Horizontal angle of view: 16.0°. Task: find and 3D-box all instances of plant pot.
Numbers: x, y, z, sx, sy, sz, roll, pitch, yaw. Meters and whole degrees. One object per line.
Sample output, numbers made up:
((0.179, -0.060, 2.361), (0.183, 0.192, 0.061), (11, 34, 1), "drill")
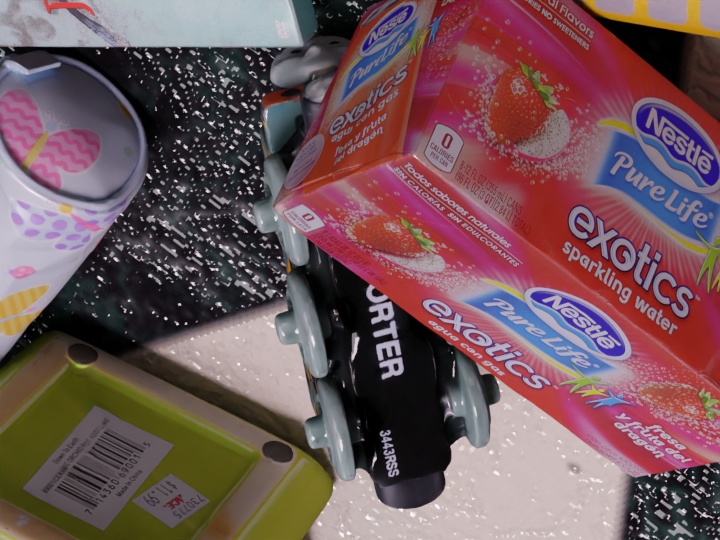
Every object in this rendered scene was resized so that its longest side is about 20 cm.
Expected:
((-0.135, 0.155, 1.217), (0.199, 0.200, 0.182), (26, 128, 12), "plant pot")

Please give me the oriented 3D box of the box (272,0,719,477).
((0.081, -0.017, 0.967), (0.200, 0.100, 0.095), (37, 150, -23), "box")

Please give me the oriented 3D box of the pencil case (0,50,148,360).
((-0.174, -0.017, 1.181), (0.200, 0.083, 0.091), (-43, 59, 45), "pencil case")

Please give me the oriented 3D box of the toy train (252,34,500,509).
((0.000, 0.000, 1.070), (0.085, 0.114, 0.200), (-15, 118, -6), "toy train")

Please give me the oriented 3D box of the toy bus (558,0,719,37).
((0.081, -0.140, 0.942), (0.200, 0.065, 0.078), (12, 132, 23), "toy bus")

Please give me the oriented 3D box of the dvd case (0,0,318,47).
((-0.124, -0.157, 1.052), (0.200, 0.022, 0.146), (4, 126, 26), "dvd case")
